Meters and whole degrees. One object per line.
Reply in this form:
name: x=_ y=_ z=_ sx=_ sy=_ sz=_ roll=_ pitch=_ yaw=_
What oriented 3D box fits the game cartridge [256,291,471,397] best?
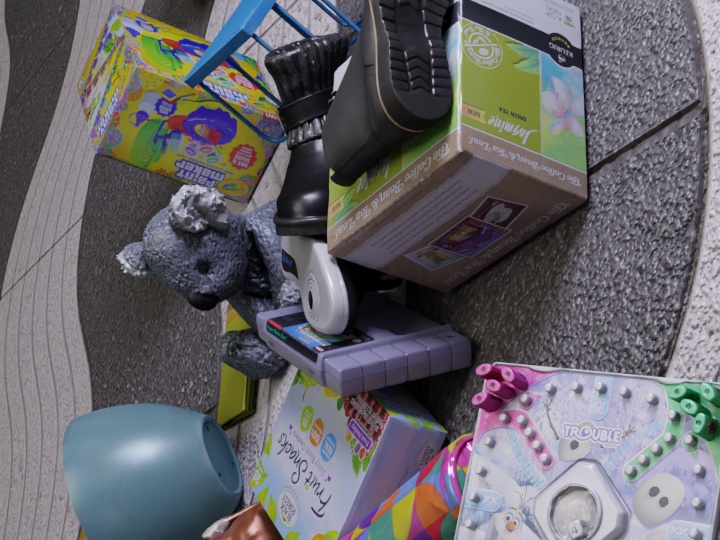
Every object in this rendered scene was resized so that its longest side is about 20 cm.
game cartridge: x=-0.003 y=0.059 z=1.335 sx=0.200 sy=0.129 sz=0.039 roll=-154 pitch=59 yaw=-63

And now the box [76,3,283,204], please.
box: x=-0.219 y=-0.201 z=1.820 sx=0.122 sy=0.199 sz=0.193 roll=-60 pitch=30 yaw=21

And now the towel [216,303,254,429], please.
towel: x=-0.133 y=0.075 z=1.697 sx=0.086 sy=0.018 sz=0.201 roll=-38 pitch=43 yaw=57

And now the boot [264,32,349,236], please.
boot: x=-0.045 y=-0.126 z=1.376 sx=0.211 sy=0.079 sz=0.159 roll=-77 pitch=-21 yaw=-70

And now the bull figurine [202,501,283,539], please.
bull figurine: x=-0.108 y=0.312 z=1.432 sx=0.121 sy=0.065 sz=0.200 roll=-20 pitch=41 yaw=17

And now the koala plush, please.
koala plush: x=-0.139 y=-0.013 z=1.553 sx=0.177 sy=0.199 sz=0.184 roll=-39 pitch=42 yaw=48

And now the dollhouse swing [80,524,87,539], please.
dollhouse swing: x=-0.303 y=0.314 z=1.722 sx=0.175 sy=0.182 sz=0.201 roll=-29 pitch=47 yaw=27

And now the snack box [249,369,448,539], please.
snack box: x=-0.016 y=0.172 z=1.357 sx=0.169 sy=0.067 sz=0.200 roll=-66 pitch=26 yaw=11

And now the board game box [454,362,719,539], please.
board game box: x=0.145 y=0.165 z=1.022 sx=0.199 sy=0.026 sz=0.201 roll=3 pitch=76 yaw=41

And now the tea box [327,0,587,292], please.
tea box: x=0.079 y=-0.118 z=1.276 sx=0.200 sy=0.133 sz=0.198 roll=-37 pitch=44 yaw=48

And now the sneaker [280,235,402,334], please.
sneaker: x=0.000 y=0.000 z=1.357 sx=0.200 sy=0.111 sz=0.073 roll=-125 pitch=39 yaw=-65

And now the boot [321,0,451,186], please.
boot: x=0.009 y=-0.181 z=1.225 sx=0.138 sy=0.077 sz=0.201 roll=-39 pitch=41 yaw=52

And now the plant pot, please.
plant pot: x=-0.204 y=0.221 z=1.584 sx=0.134 sy=0.200 sz=0.201 roll=-25 pitch=43 yaw=11

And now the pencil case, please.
pencil case: x=0.056 y=0.207 z=1.183 sx=0.200 sy=0.088 sz=0.089 roll=-44 pitch=38 yaw=45

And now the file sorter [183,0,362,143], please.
file sorter: x=-0.063 y=-0.252 z=1.568 sx=0.139 sy=0.123 sz=0.200 roll=-29 pitch=26 yaw=55
